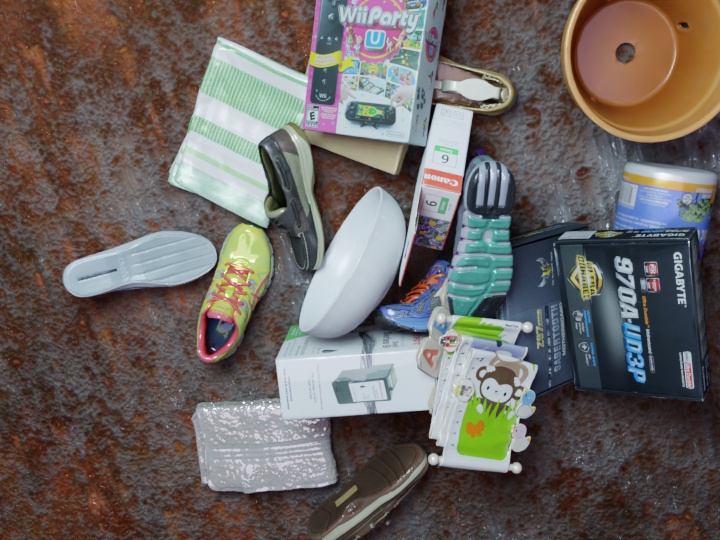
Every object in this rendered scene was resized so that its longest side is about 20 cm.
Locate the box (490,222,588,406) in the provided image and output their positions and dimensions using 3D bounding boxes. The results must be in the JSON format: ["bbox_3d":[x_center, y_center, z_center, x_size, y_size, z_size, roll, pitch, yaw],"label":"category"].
[{"bbox_3d":[0.225,0.051,1.010,0.156,0.051,0.203,-13,104,-34],"label":"box"}]

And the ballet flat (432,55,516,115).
[{"bbox_3d":[0.098,-0.236,0.990,0.197,0.063,0.070,8,103,2],"label":"ballet flat"}]

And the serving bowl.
[{"bbox_3d":[0.000,0.000,0.984,0.065,0.200,0.201,29,103,-12],"label":"serving bowl"}]

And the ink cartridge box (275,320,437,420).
[{"bbox_3d":[0.001,0.123,1.035,0.197,0.146,0.085,-5,103,4],"label":"ink cartridge box"}]

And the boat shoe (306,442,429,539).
[{"bbox_3d":[0.021,0.323,1.126,0.201,0.075,0.075,-36,122,9],"label":"boat shoe"}]

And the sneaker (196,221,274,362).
[{"bbox_3d":[-0.168,0.036,1.055,0.077,0.090,0.202,17,102,1],"label":"sneaker"}]

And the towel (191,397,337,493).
[{"bbox_3d":[-0.136,0.245,1.129,0.197,0.035,0.134,-5,103,5],"label":"towel"}]

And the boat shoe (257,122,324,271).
[{"bbox_3d":[-0.092,-0.084,1.006,0.065,0.072,0.203,-23,127,-25],"label":"boat shoe"}]

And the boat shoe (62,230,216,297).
[{"bbox_3d":[-0.294,-0.013,1.065,0.197,0.067,0.075,-8,98,-17],"label":"boat shoe"}]

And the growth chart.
[{"bbox_3d":[0.147,0.148,0.948,0.143,0.018,0.203,1,101,-16],"label":"growth chart"}]

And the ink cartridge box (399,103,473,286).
[{"bbox_3d":[0.090,-0.086,0.945,0.050,0.202,0.109,12,145,0],"label":"ink cartridge box"}]

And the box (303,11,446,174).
[{"bbox_3d":[0.004,-0.240,0.986,0.162,0.021,0.202,22,105,23],"label":"box"}]

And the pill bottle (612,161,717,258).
[{"bbox_3d":[0.368,-0.029,0.994,0.111,0.112,0.203,6,103,2],"label":"pill bottle"}]

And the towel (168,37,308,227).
[{"bbox_3d":[-0.154,-0.178,1.028,0.151,0.023,0.202,25,104,7],"label":"towel"}]

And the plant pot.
[{"bbox_3d":[0.326,-0.255,0.932,0.197,0.140,0.203,1,102,4],"label":"plant pot"}]

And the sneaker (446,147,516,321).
[{"bbox_3d":[0.141,-0.038,0.930,0.073,0.088,0.202,6,115,-4],"label":"sneaker"}]

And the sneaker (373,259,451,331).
[{"bbox_3d":[0.095,0.029,1.015,0.198,0.075,0.079,-16,94,-36],"label":"sneaker"}]

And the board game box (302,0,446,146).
[{"bbox_3d":[0.016,-0.256,0.931,0.146,0.064,0.203,12,99,26],"label":"board game box"}]

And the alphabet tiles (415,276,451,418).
[{"bbox_3d":[0.149,0.099,0.998,0.195,0.015,0.202,35,72,-39],"label":"alphabet tiles"}]

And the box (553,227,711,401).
[{"bbox_3d":[0.323,0.051,0.950,0.157,0.046,0.202,1,112,36],"label":"box"}]
